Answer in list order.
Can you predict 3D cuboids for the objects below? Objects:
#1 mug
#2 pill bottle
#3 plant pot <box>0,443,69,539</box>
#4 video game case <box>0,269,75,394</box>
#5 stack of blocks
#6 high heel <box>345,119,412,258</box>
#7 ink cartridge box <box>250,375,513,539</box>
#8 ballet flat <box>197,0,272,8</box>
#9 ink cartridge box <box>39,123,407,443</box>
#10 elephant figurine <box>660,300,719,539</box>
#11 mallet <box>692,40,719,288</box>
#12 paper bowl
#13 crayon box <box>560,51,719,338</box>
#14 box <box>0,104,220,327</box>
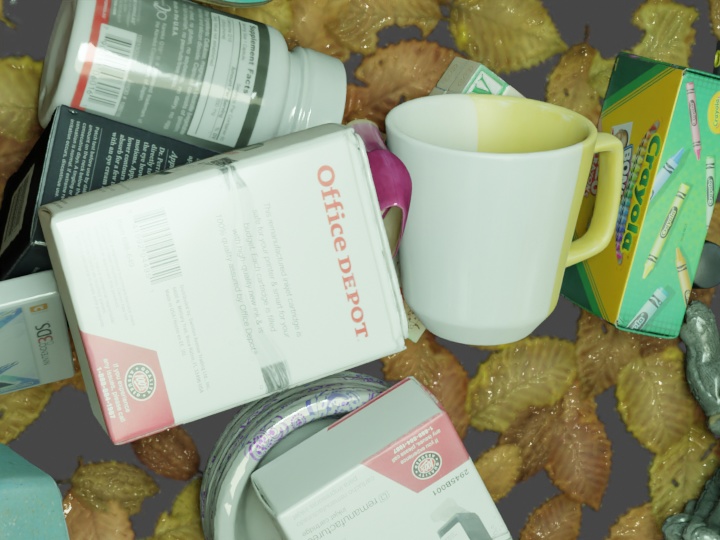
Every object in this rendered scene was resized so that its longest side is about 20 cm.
[{"bbox_3d":[0.107,-0.033,1.208,0.184,0.150,0.155,1,111,-4],"label":"mug"},{"bbox_3d":[-0.119,-0.131,1.193,0.198,0.114,0.115,14,98,-20],"label":"pill bottle"},{"bbox_3d":[-0.309,0.218,1.182,0.198,0.196,0.198,-17,107,-29],"label":"plant pot"},{"bbox_3d":[-0.298,0.062,1.156,0.198,0.183,0.022,-14,71,-11],"label":"video game case"},{"bbox_3d":[0.047,-0.063,1.289,0.115,0.059,0.201,35,91,-21],"label":"stack of blocks"},{"bbox_3d":[0.000,0.000,1.186,0.067,0.096,0.201,3,126,-18],"label":"high heel"},{"bbox_3d":[0.032,0.205,1.225,0.145,0.085,0.201,-31,112,-7],"label":"ink cartridge box"},{"bbox_3d":[-0.145,-0.222,1.164,0.199,0.072,0.069,1,96,-39],"label":"ballet flat"},{"bbox_3d":[-0.085,0.004,1.059,0.198,0.085,0.147,-17,102,-15],"label":"ink cartridge box"},{"bbox_3d":[0.336,0.146,1.399,0.155,0.141,0.202,24,78,-49],"label":"elephant figurine"},{"bbox_3d":[0.282,-0.082,1.353,0.041,0.066,0.202,8,100,-20],"label":"mallet"},{"bbox_3d":[-0.025,0.176,1.299,0.198,0.104,0.203,-4,104,-17],"label":"paper bowl"},{"bbox_3d":[0.223,-0.060,1.311,0.058,0.119,0.202,11,99,-19],"label":"crayon box"},{"bbox_3d":[-0.145,-0.017,1.180,0.198,0.148,0.105,16,67,-21],"label":"box"}]
